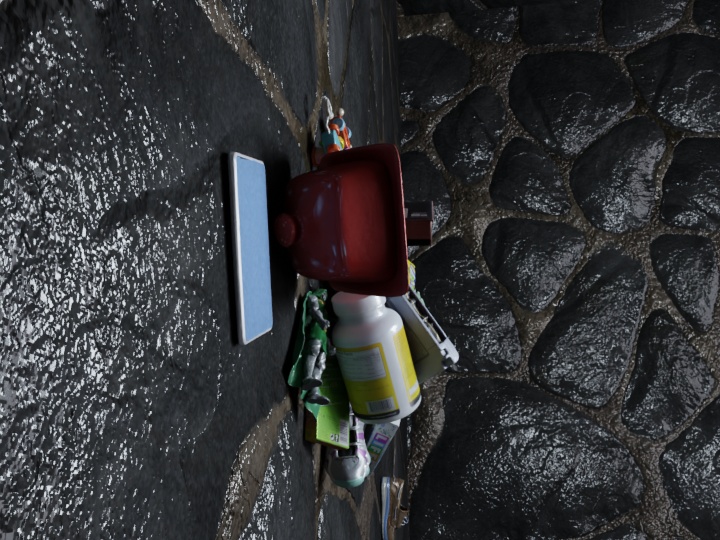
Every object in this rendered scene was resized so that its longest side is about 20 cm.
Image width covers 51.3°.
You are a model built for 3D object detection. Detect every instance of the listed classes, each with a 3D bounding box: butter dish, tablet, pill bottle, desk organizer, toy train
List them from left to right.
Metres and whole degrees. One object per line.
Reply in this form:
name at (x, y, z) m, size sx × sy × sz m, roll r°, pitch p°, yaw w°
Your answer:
tablet at (-0.121, -0.025, 0.827) m, size 0.130 × 0.014 × 0.200 m, roll -26°, pitch 115°, yaw -82°
butter dish at (-0.044, -0.059, 0.988) m, size 0.199 × 0.148 × 0.200 m, roll 3°, pitch -80°, yaw 57°
toy train at (-0.052, -0.223, 1.306) m, size 0.200 × 0.056 × 0.151 m, roll 14°, pitch 62°, yaw -80°
desk organizer at (0.014, -0.057, 1.170) m, size 0.072 × 0.200 × 0.077 m, roll -81°, pitch 169°, yaw -61°
pill bottle at (0.019, 0.126, 1.158) m, size 0.112 × 0.112 × 0.200 m, roll -70°, pitch 146°, yaw -72°

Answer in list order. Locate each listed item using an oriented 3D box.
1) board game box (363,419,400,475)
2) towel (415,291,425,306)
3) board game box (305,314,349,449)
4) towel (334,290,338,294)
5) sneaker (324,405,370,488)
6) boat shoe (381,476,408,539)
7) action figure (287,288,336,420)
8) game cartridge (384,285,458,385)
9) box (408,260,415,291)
board game box at (0.045, 0.259, 1.385) m, size 0.200 × 0.034 × 0.135 m, roll -69°, pitch -177°, yaw -58°
towel at (0.031, 0.117, 1.341) m, size 0.023 × 0.200 × 0.153 m, roll 54°, pitch -4°, yaw 19°
board game box at (-0.048, 0.170, 1.166) m, size 0.096 × 0.030 × 0.200 m, roll 36°, pitch 51°, yaw -53°
towel at (-0.050, -0.057, 1.343) m, size 0.200 × 0.022 × 0.147 m, roll 76°, pitch 11°, yaw -61°
sneaker at (-0.031, 0.246, 1.238) m, size 0.200 × 0.078 × 0.140 m, roll -99°, pitch 180°, yaw -56°
boat shoe at (0.095, 0.670, 2.056) m, size 0.072 × 0.072 × 0.200 m, roll 11°, pitch 76°, yaw -82°
action figure at (-0.066, 0.099, 1.086) m, size 0.200 × 0.055 × 0.118 m, roll -91°, pitch 171°, yaw -46°
game cartridge at (0.056, 0.090, 1.210) m, size 0.200 × 0.133 × 0.040 m, roll 55°, pitch 40°, yaw 4°
box at (0.049, 0.008, 1.346) m, size 0.200 × 0.064 × 0.070 m, roll 35°, pitch 54°, yaw -71°
